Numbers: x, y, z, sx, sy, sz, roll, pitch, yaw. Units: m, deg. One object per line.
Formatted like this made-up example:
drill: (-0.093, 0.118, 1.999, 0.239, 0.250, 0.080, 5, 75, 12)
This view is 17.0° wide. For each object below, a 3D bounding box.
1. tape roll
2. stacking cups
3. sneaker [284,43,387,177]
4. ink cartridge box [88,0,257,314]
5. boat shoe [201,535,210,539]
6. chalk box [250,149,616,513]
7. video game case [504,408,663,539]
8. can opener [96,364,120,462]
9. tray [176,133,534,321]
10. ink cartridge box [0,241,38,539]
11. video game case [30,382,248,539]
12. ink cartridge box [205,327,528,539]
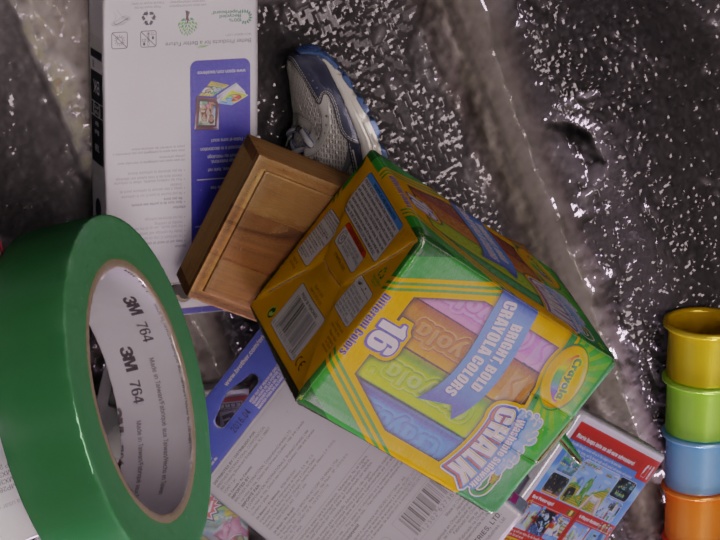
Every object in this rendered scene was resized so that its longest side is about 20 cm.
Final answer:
tape roll: (-0.141, 0.071, 1.339, 0.048, 0.201, 0.201, -13, 112, 16)
stacking cups: (0.233, 0.127, 1.661, 0.060, 0.060, 0.201, -8, 112, -20)
sneaker: (-0.026, -0.039, 1.494, 0.085, 0.077, 0.201, -17, 109, -13)
ink cartridge box: (-0.113, -0.073, 1.467, 0.099, 0.039, 0.201, -4, 104, -22)
boat shoe: (-0.095, 0.206, 1.473, 0.202, 0.075, 0.075, 26, 99, -49)
chalk box: (0.059, 0.047, 1.415, 0.200, 0.125, 0.124, 31, 104, -28)
video game case: (0.111, 0.186, 1.588, 0.200, 0.017, 0.143, -55, 147, 4)
can opener: (-0.144, 0.139, 1.475, 0.053, 0.067, 0.201, 10, 99, -24)
tray: (0.000, 0.000, 1.465, 0.199, 0.037, 0.099, 21, 107, -24)
ink cartridge box: (-0.231, 0.047, 1.380, 0.083, 0.146, 0.201, -21, 106, -13)
video game case: (-0.139, 0.174, 1.534, 0.142, 0.017, 0.201, -5, 106, -22)
ink cartridge box: (-0.009, 0.129, 1.499, 0.200, 0.042, 0.119, 38, 103, 1)
